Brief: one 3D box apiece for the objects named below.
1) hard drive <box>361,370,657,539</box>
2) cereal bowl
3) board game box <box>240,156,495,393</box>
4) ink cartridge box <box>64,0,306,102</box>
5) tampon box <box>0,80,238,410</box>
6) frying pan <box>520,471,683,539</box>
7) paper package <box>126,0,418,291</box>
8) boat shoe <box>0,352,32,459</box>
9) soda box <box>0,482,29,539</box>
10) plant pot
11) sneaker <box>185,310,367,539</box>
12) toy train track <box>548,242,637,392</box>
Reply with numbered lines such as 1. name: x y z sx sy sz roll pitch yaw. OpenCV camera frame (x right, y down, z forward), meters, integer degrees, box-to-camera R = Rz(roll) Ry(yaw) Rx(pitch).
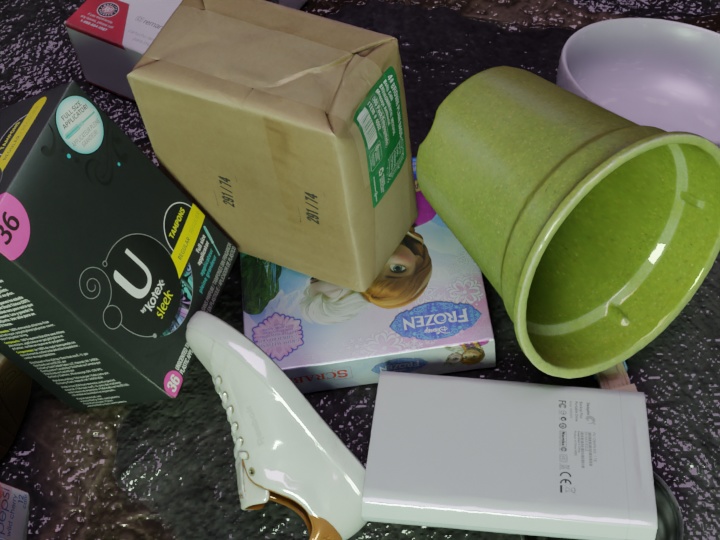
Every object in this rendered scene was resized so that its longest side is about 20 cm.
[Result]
1. hard drive: 0.105 0.130 0.902 0.197 0.027 0.133 4 38 5
2. cereal bowl: 0.257 -0.129 1.066 0.197 0.084 0.201 5 38 -4
3. board game box: 0.000 0.000 1.047 0.197 0.041 0.201 -9 53 1
4. ink cartridge box: -0.164 -0.255 1.232 0.146 0.083 0.201 23 60 23
5. tampon box: -0.219 -0.012 0.965 0.125 0.200 0.151 -11 46 38
6. frying pan: 0.132 0.186 0.896 0.187 0.031 0.116 -6 50 5
7. paper package: -0.060 -0.098 0.978 0.189 0.201 0.104 18 58 20
8. boat shoe: -0.325 0.140 0.970 0.064 0.072 0.201 16 64 23
9. soda box: -0.319 0.180 0.854 0.198 0.070 0.064 -11 62 27
10. plant pot: 0.142 -0.055 0.952 0.199 0.202 0.184 -31 47 -16
11. sneaker: -0.075 0.120 0.924 0.084 0.073 0.200 -40 78 -14
12. toy train track: 0.182 0.027 1.008 0.113 0.033 0.202 -12 54 -2
